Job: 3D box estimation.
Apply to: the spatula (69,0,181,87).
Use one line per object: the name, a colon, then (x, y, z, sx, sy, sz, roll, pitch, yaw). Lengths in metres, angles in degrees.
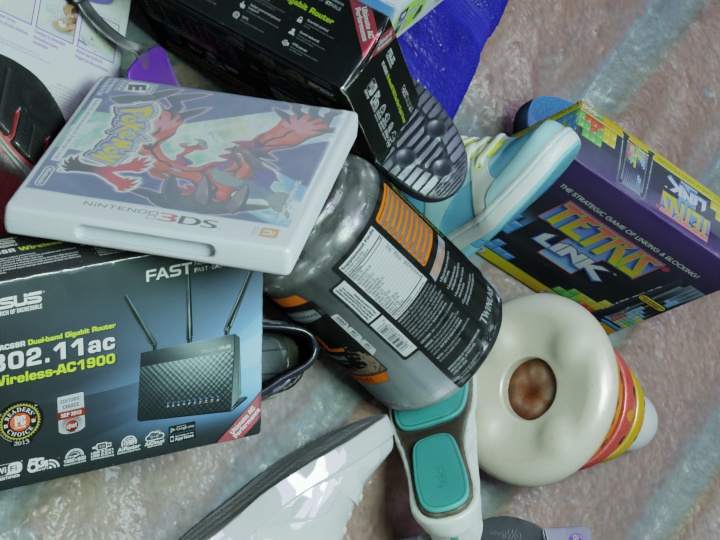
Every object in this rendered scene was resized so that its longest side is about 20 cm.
spatula: (-0.179, -0.174, 1.634, 0.200, 0.020, 0.057, 53, 36, -10)

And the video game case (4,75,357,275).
video game case: (-0.109, -0.065, 1.520, 0.200, 0.181, 0.023, -67, 163, -59)

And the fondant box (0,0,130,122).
fondant box: (-0.233, -0.195, 1.649, 0.144, 0.058, 0.201, 23, 61, -32)

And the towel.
towel: (0.050, -0.216, 1.904, 0.148, 0.049, 0.201, 41, 52, -21)

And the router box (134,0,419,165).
router box: (-0.063, -0.165, 1.660, 0.199, 0.150, 0.062, 30, 79, 16)

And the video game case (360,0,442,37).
video game case: (-0.029, -0.252, 1.762, 0.199, 0.046, 0.181, 31, 32, 9)

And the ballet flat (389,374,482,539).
ballet flat: (0.060, 0.133, 1.759, 0.069, 0.069, 0.201, 34, 29, -26)

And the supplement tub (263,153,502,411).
supplement tub: (0.000, 0.000, 1.719, 0.200, 0.122, 0.123, 43, 51, -28)

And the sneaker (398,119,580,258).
sneaker: (0.068, -0.083, 1.776, 0.131, 0.200, 0.079, 51, 46, 2)

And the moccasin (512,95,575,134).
moccasin: (0.194, -0.067, 1.962, 0.200, 0.068, 0.081, 38, 61, -23)

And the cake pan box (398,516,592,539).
cake pan box: (0.109, 0.285, 1.768, 0.183, 0.052, 0.201, 5, 71, -41)

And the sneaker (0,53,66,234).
sneaker: (-0.223, -0.057, 1.579, 0.200, 0.086, 0.074, 50, 27, -26)

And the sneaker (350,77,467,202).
sneaker: (0.006, -0.114, 1.760, 0.070, 0.082, 0.200, -37, 69, -16)

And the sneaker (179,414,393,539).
sneaker: (-0.033, 0.193, 1.672, 0.200, 0.074, 0.116, -35, 99, -32)

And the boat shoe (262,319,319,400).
boat shoe: (-0.111, 0.066, 1.650, 0.198, 0.066, 0.075, 2, 74, -39)

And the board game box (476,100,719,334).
board game box: (0.184, -0.036, 1.873, 0.199, 0.165, 0.057, 31, 56, -27)

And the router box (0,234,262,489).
router box: (-0.161, 0.046, 1.518, 0.199, 0.062, 0.151, -12, 121, -23)

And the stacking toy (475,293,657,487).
stacking toy: (0.175, 0.102, 1.860, 0.200, 0.145, 0.147, 16, 63, -54)

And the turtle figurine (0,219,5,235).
turtle figurine: (-0.304, -0.038, 1.509, 0.199, 0.101, 0.151, -15, 84, -37)
